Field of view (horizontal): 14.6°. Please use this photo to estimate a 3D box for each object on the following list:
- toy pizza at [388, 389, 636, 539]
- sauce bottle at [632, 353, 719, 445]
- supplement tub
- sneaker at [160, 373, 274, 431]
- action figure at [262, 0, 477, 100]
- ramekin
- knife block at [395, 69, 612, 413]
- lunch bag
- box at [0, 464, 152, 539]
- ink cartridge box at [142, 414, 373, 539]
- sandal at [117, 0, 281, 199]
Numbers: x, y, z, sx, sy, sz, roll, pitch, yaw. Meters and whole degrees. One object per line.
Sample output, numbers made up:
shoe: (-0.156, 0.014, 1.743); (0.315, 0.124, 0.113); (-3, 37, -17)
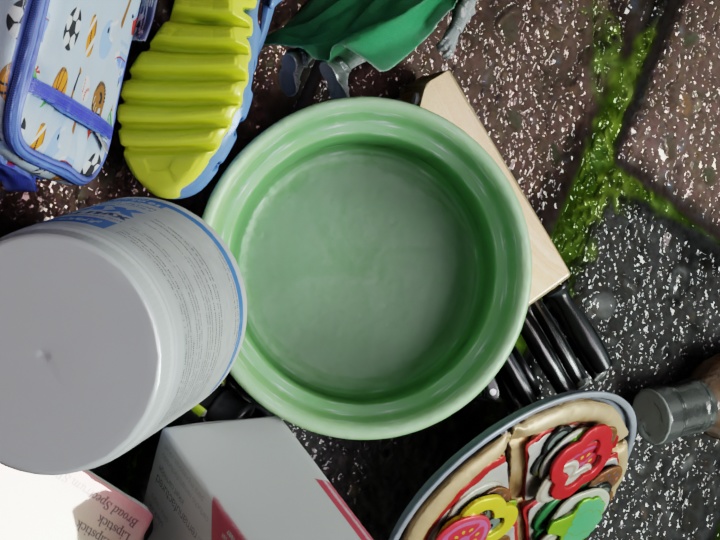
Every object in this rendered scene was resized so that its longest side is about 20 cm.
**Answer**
toy pizza: (0.102, 0.156, 1.816); (0.200, 0.032, 0.201); (-28, 148, -19)
sauce bottle: (0.278, 0.085, 1.992); (0.199, 0.065, 0.065); (-12, 103, -38)
supplement tub: (-0.143, 0.032, 1.537); (0.200, 0.131, 0.133); (-30, 122, -78)
sneaker: (-0.095, 0.067, 1.687); (0.072, 0.083, 0.200); (-53, 123, -20)
action figure: (0.030, -0.165, 1.754); (0.200, 0.118, 0.055); (-38, 132, -38)
ramekin: (0.000, 0.000, 1.694); (0.199, 0.098, 0.201); (0, 88, -2)
knife block: (0.093, -0.012, 1.796); (0.175, 0.064, 0.201); (13, 87, -14)
lunch bag: (-0.175, -0.125, 1.551); (0.200, 0.075, 0.161); (35, 67, -78)
box: (-0.230, 0.187, 1.581); (0.128, 0.109, 0.201); (37, 73, -35)
ink cartridge box: (-0.074, 0.208, 1.638); (0.084, 0.146, 0.201); (-4, 125, -31)
sandal: (-0.082, -0.135, 1.668); (0.087, 0.079, 0.201); (38, 69, -67)
